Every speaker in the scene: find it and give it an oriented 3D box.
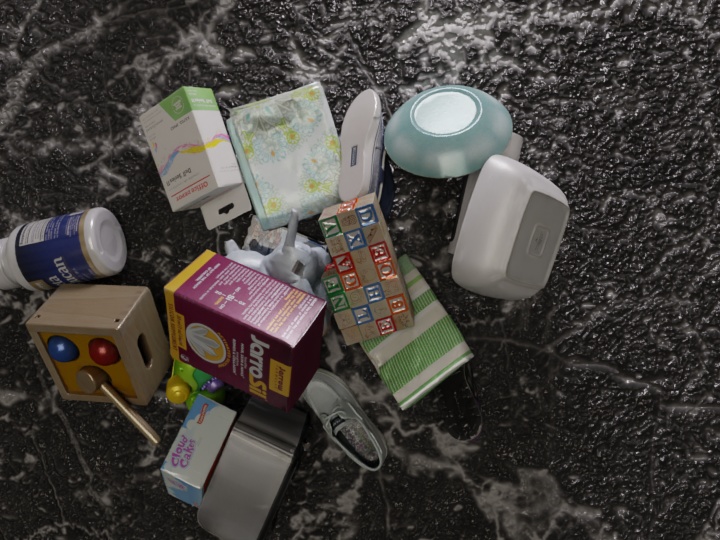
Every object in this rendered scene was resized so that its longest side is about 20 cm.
[{"bbox_3d":[0.198,-0.118,0.896,0.079,0.081,0.205,12,95,3],"label":"speaker"}]

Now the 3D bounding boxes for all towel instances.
[{"bbox_3d":[-0.112,-0.185,0.921,0.167,0.048,0.205,-18,93,0],"label":"towel"},{"bbox_3d":[0.070,0.098,0.914,0.151,0.023,0.202,-37,68,5],"label":"towel"}]

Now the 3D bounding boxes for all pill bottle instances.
[{"bbox_3d":[-0.500,-0.028,0.930,0.195,0.111,0.114,-12,93,5],"label":"pill bottle"}]

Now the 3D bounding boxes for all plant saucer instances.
[{"bbox_3d":[0.129,-0.225,0.853,0.195,0.039,0.205,-7,54,9],"label":"plant saucer"}]

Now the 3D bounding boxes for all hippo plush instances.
[{"bbox_3d":[-0.136,0.030,0.863,0.156,0.200,0.164,-7,72,12],"label":"hippo plush"}]

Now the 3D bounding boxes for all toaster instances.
[{"bbox_3d":[-0.156,0.304,0.892,0.116,0.181,0.204,24,95,-2],"label":"toaster"}]

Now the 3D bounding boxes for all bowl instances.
[{"bbox_3d":[0.234,-0.051,0.840,0.074,0.197,0.205,24,98,45],"label":"bowl"}]

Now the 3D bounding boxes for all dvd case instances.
[{"bbox_3d":[-0.150,0.024,0.958,0.140,0.018,0.204,21,96,3],"label":"dvd case"}]

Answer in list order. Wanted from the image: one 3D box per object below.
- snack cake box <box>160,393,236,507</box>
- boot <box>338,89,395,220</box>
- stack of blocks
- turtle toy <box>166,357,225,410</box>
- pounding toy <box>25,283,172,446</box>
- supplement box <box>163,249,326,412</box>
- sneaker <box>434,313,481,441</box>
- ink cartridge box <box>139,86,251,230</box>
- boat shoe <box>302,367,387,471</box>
[{"bbox_3d":[-0.247,0.286,0.876,0.066,0.201,0.117,24,57,0],"label":"snack cake box"},{"bbox_3d":[0.017,-0.183,0.916,0.072,0.090,0.205,-6,68,39],"label":"boot"},{"bbox_3d":[0.000,0.000,0.857,0.112,0.059,0.204,-16,110,11],"label":"stack of blocks"},{"bbox_3d":[-0.258,0.150,0.922,0.099,0.146,0.204,8,115,-18],"label":"turtle toy"},{"bbox_3d":[-0.394,0.147,0.894,0.179,0.143,0.204,2,124,9],"label":"pounding toy"},{"bbox_3d":[-0.156,0.081,0.776,0.196,0.104,0.133,21,129,14],"label":"supplement box"},{"bbox_3d":[0.152,0.176,0.928,0.074,0.088,0.205,-14,68,15],"label":"sneaker"},{"bbox_3d":[-0.263,-0.172,0.909,0.115,0.067,0.204,-19,92,30],"label":"ink cartridge box"},{"bbox_3d":[-0.027,0.245,0.937,0.070,0.072,0.201,-42,90,5],"label":"boat shoe"}]
